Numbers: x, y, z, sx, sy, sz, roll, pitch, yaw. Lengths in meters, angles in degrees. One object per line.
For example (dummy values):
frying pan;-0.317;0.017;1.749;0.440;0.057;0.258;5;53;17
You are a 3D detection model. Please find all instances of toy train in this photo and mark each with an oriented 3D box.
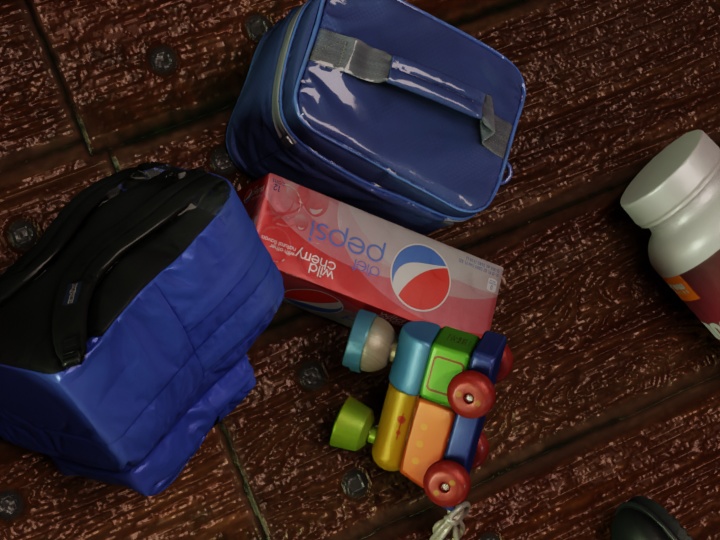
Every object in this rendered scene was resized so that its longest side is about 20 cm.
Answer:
toy train;0.029;0.128;1.765;0.115;0.085;0.201;18;112;8

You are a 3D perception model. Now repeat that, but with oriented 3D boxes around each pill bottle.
pill bottle;0.296;-0.007;1.913;0.200;0.113;0.113;47;62;-10

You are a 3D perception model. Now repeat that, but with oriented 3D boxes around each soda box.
soda box;0.000;0.000;1.786;0.199;0.063;0.070;21;70;-22

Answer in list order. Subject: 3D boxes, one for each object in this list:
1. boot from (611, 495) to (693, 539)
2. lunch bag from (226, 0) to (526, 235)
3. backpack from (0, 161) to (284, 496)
boot;0.195;0.287;1.822;0.162;0.073;0.199;-28;93;-26
lunch bag;0.022;-0.110;1.782;0.199;0.132;0.136;24;69;-20
backpack;-0.152;0.035;1.650;0.200;0.162;0.168;-52;133;-26
